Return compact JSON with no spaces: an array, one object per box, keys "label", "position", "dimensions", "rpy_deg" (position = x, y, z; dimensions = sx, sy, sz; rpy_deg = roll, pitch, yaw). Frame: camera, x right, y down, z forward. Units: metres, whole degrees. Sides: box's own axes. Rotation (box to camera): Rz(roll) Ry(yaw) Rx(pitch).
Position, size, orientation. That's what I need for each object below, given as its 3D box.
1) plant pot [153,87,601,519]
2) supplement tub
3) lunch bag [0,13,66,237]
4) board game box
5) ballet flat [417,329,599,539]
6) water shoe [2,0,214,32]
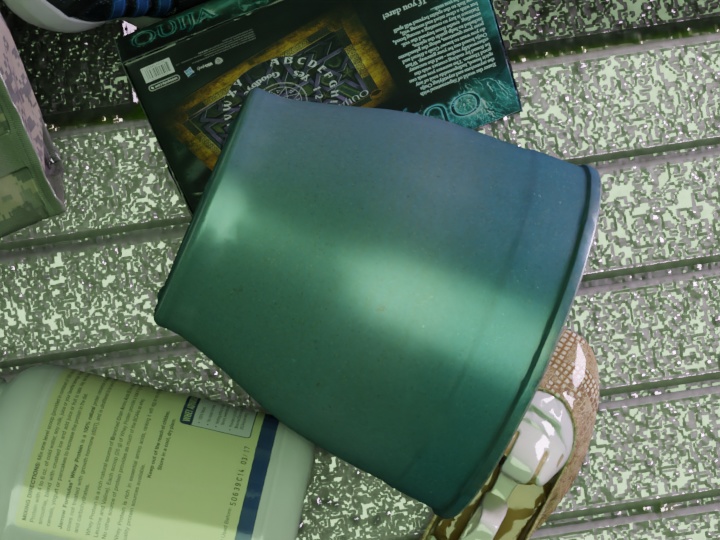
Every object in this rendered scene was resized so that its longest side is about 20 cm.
[{"label":"plant pot","position":[0.000,0.000,1.112],"dimensions":[0.187,0.200,0.201],"rpy_deg":[24,91,-5]},{"label":"supplement tub","position":[-0.133,0.133,1.147],"dimensions":[0.198,0.145,0.146],"rpy_deg":[13,91,-1]},{"label":"lunch bag","position":[-0.254,-0.099,1.046],"dimensions":[0.163,0.118,0.201],"rpy_deg":[-22,109,-2]},{"label":"board game box","position":[-0.019,-0.107,1.164],"dimensions":[0.199,0.028,0.136],"rpy_deg":[-22,132,0]},{"label":"ballet flat","position":[0.080,0.127,1.189],"dimensions":[0.070,0.065,0.201],"rpy_deg":[25,90,-1]},{"label":"water shoe","position":[-0.120,-0.170,1.118],"dimensions":[0.079,0.200,0.072],"rpy_deg":[-28,78,27]}]
